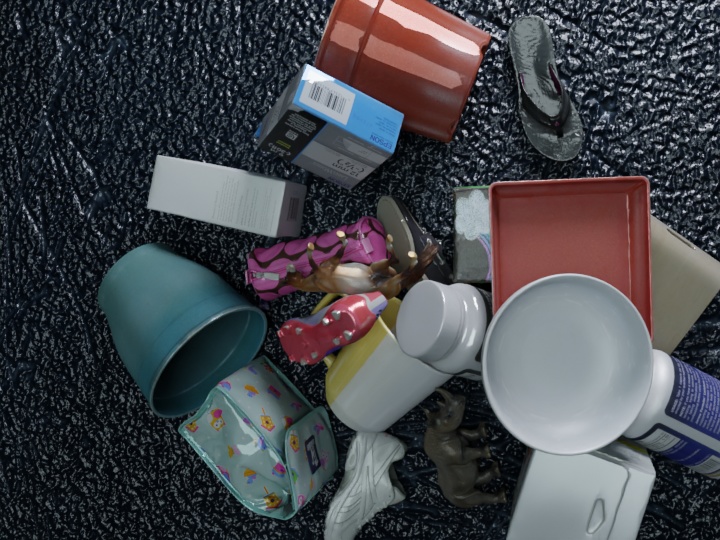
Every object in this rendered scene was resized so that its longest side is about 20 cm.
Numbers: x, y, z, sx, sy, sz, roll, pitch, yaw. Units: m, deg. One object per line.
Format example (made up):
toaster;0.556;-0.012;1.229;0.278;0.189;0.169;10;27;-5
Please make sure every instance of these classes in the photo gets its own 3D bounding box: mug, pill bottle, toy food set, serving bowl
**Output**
mug;0.021;0.126;1.172;0.154;0.148;0.187;-50;52;19
pill bottle;0.383;0.169;1.060;0.198;0.116;0.117;26;98;-10
pill bottle;0.150;0.082;1.088;0.198;0.114;0.115;18;99;-32
toy food set;0.364;0.037;1.123;0.143;0.060;0.201;33;101;-2
serving bowl;0.229;0.104;0.976;0.196;0.066;0.204;0;93;-5

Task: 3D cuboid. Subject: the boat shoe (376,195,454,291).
boat shoe;0.086;-0.017;1.189;0.062;0.073;0.202;-21;80;-30

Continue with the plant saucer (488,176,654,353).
plant saucer;0.250;-0.007;1.024;0.196;0.037;0.204;-3;92;-4

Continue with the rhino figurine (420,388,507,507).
rhino figurine;0.132;0.241;1.149;0.086;0.060;0.202;-17;116;10

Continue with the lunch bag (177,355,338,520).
lunch bag;-0.125;0.235;1.180;0.200;0.170;0.122;44;108;7

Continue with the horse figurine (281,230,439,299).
horse figurine;0.000;0.000;1.093;0.196;0.133;0.051;3;57;-8

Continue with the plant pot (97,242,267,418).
plant pot;-0.265;0.068;1.204;0.188;0.199;0.201;44;101;23

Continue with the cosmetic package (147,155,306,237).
cosmetic package;-0.188;-0.105;1.211;0.197;0.113;0.083;11;95;14

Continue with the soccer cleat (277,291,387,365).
soccer cleat;-0.040;0.074;1.106;0.199;0.076;0.067;-28;90;55

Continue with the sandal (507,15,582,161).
sandal;0.241;-0.241;1.136;0.074;0.048;0.203;-18;88;13

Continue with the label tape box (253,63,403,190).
label tape box;-0.053;-0.169;1.110;0.142;0.200;0.067;23;64;-18

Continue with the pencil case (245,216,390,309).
pencil case;-0.060;-0.014;1.182;0.197;0.093;0.092;-17;79;20

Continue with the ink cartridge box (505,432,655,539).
ink cartridge box;0.274;0.272;1.074;0.143;0.200;0.148;17;96;11

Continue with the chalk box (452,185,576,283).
chalk box;0.224;-0.048;1.113;0.196;0.124;0.127;0;92;12

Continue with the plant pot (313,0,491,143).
plant pot;0.056;-0.271;1.115;0.193;0.201;0.203;23;97;2

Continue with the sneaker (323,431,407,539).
sneaker;0.011;0.322;1.203;0.098;0.078;0.203;19;98;8
